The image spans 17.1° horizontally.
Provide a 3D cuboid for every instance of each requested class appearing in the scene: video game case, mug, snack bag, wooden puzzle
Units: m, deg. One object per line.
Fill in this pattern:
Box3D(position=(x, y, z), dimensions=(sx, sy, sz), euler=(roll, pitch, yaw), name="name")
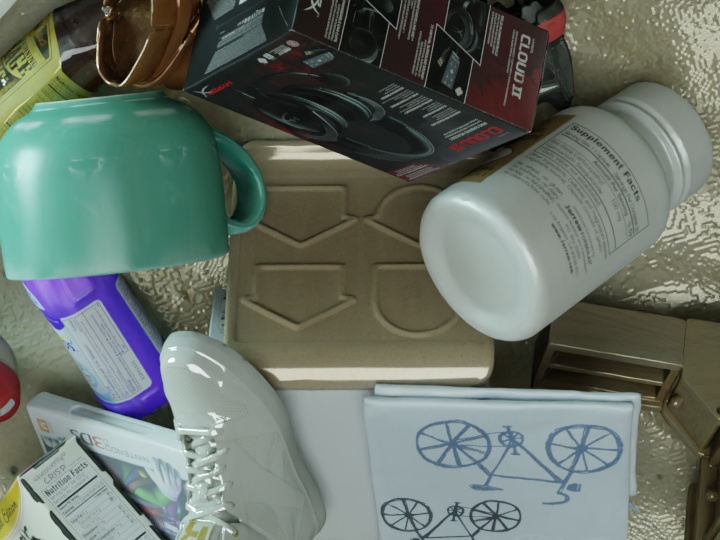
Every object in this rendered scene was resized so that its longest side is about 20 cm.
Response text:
Box3D(position=(-0.153, 0.192, 1.760), dimensions=(0.182, 0.023, 0.200), euler=(12, 130, 43), name="video game case")
Box3D(position=(-0.163, -0.061, 1.613), dimensions=(0.152, 0.185, 0.115), euler=(-5, 95, 18), name="mug")
Box3D(position=(0.101, 0.154, 1.671), dimensions=(0.188, 0.021, 0.200), euler=(0, 133, 6), name="snack bag")
Box3D(position=(0.000, 0.000, 1.683), dimensions=(0.185, 0.200, 0.046), euler=(0, 146, 2), name="wooden puzzle")

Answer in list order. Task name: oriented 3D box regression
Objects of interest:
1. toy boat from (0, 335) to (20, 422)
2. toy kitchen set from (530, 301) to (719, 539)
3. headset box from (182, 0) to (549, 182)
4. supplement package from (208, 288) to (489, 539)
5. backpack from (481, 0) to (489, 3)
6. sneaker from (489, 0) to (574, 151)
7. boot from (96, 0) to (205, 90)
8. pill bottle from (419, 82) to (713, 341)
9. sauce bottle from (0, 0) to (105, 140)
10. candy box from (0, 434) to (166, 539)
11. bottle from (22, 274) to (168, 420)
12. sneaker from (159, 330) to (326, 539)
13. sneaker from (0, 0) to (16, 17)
Box3D(position=(-0.344, 0.107, 1.728), dimensions=(0.200, 0.131, 0.131), euler=(-12, 67, 7), name="toy boat")
Box3D(position=(0.205, 0.156, 1.743), dimensions=(0.180, 0.200, 0.163), euler=(10, 153, -2), name="toy kitchen set")
Box3D(position=(0.011, -0.130, 1.531), dimensions=(0.200, 0.149, 0.077), euler=(22, 69, -26), name="headset box")
Box3D(position=(-0.009, 0.108, 1.729), dimensions=(0.200, 0.111, 0.156), euler=(1, 127, 2), name="supplement package")
Box3D(position=(0.019, -0.254, 1.572), dimensions=(0.134, 0.200, 0.183), euler=(3, 71, 27), name="backpack")
Box3D(position=(0.061, -0.117, 1.676), dimensions=(0.200, 0.071, 0.098), euler=(-22, 107, 8), name="sneaker")
Box3D(position=(-0.106, -0.215, 1.587), dimensions=(0.074, 0.155, 0.200), euler=(16, 108, 29), name="boot")
Box3D(position=(0.145, -0.047, 1.633), dimensions=(0.200, 0.114, 0.114), euler=(-34, 114, -33), name="pill bottle")
Box3D(position=(-0.208, -0.147, 1.677), dimensions=(0.200, 0.066, 0.066), euler=(-41, 105, 13), name="sauce bottle")
Box3D(position=(-0.186, 0.234, 1.761), dimensions=(0.200, 0.061, 0.136), euler=(48, 145, 6), name="candy box")
Box3D(position=(-0.201, 0.015, 1.716), dimensions=(0.065, 0.084, 0.200), euler=(-34, 119, -8), name="bottle")
Box3D(position=(-0.095, 0.146, 1.614), dimensions=(0.074, 0.116, 0.200), euler=(-2, 130, 36), name="sneaker")
Box3D(position=(-0.318, -0.215, 1.642), dimensions=(0.200, 0.081, 0.146), euler=(-39, 110, 21), name="sneaker")
